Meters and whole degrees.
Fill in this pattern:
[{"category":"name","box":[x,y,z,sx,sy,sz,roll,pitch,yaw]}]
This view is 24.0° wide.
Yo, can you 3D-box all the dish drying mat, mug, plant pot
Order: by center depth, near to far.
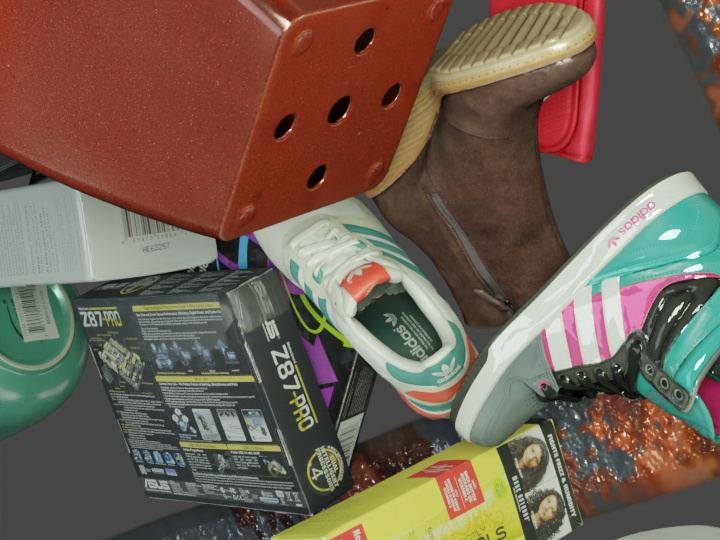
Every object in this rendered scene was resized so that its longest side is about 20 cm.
[{"category":"plant pot","box":[-0.071,-0.129,0.900,0.176,0.200,0.200,40,128,25]},{"category":"dish drying mat","box":[0.103,-0.163,0.945,0.077,0.018,0.200,19,117,40]},{"category":"mug","box":[-0.296,0.041,1.292,0.185,0.152,0.114,40,140,-23]}]

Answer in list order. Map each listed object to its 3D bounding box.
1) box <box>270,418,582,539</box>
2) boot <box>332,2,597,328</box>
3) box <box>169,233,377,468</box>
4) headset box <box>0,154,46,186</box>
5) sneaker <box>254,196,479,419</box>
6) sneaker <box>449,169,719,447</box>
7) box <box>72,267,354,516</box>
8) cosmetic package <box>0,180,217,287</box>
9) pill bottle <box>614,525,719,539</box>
[{"category":"box","box":[0.043,0.151,0.987,0.050,0.200,0.075,-12,95,48]},{"category":"boot","box":[0.089,-0.054,0.957,0.200,0.072,0.166,-17,114,48]},{"category":"box","box":[-0.070,0.032,1.170,0.200,0.036,0.143,36,127,31]},{"category":"headset box","box":[-0.257,-0.162,1.237,0.174,0.093,0.200,-16,94,46]},{"category":"sneaker","box":[0.000,0.001,1.035,0.200,0.070,0.093,49,174,20]},{"category":"sneaker","box":[0.147,0.056,0.923,0.200,0.084,0.121,-49,66,24]},{"category":"box","box":[-0.105,0.082,1.160,0.200,0.049,0.161,-5,111,51]},{"category":"cosmetic package","box":[-0.195,-0.028,1.181,0.200,0.102,0.074,-6,92,55]},{"category":"pill bottle","box":[0.186,0.252,0.949,0.114,0.114,0.200,-7,100,45]}]
